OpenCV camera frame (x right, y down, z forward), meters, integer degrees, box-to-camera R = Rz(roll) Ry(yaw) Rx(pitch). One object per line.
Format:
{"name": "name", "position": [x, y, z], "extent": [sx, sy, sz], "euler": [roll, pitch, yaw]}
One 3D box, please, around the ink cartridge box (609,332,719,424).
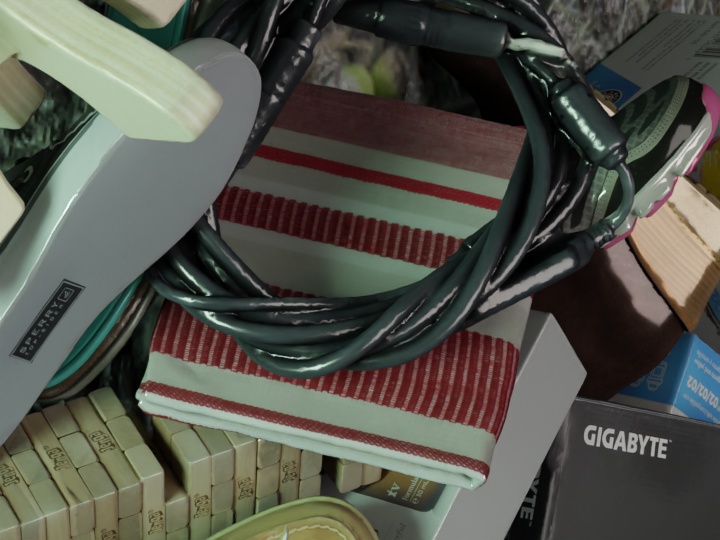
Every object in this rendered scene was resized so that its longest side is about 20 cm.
{"name": "ink cartridge box", "position": [0.107, 0.127, 1.173], "extent": [0.068, 0.115, 0.201], "euler": [35, 70, -48]}

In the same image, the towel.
{"name": "towel", "position": [0.000, 0.000, 0.946], "extent": [0.023, 0.143, 0.200], "euler": [98, 6, -45]}

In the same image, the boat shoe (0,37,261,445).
{"name": "boat shoe", "position": [-0.118, -0.013, 0.851], "extent": [0.200, 0.057, 0.069], "euler": [-50, 148, 1]}

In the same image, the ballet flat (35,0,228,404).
{"name": "ballet flat", "position": [-0.088, -0.038, 0.936], "extent": [0.064, 0.067, 0.201], "euler": [29, 76, -61]}

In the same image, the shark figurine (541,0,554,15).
{"name": "shark figurine", "position": [0.012, -0.179, 1.005], "extent": [0.090, 0.214, 0.128], "euler": [-46, 179, 15]}

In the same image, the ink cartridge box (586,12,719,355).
{"name": "ink cartridge box", "position": [0.218, -0.036, 1.211], "extent": [0.147, 0.199, 0.147], "euler": [-39, 126, -39]}

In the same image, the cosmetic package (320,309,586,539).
{"name": "cosmetic package", "position": [-0.014, 0.097, 0.987], "extent": [0.200, 0.150, 0.052], "euler": [-61, 139, -24]}

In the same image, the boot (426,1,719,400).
{"name": "boot", "position": [0.070, -0.015, 1.120], "extent": [0.200, 0.072, 0.166], "euler": [41, 94, -5]}

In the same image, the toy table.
{"name": "toy table", "position": [-0.131, -0.093, 0.793], "extent": [0.200, 0.184, 0.117], "euler": [-49, 119, -7]}

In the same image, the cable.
{"name": "cable", "position": [0.002, -0.048, 0.899], "extent": [0.199, 0.051, 0.164], "euler": [-25, 89, -15]}

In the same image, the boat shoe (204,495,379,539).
{"name": "boat shoe", "position": [-0.074, 0.155, 0.869], "extent": [0.200, 0.063, 0.073], "euler": [-36, 84, -11]}

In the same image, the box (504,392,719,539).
{"name": "box", "position": [0.124, 0.164, 1.079], "extent": [0.200, 0.050, 0.199], "euler": [15, 86, -47]}

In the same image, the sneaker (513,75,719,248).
{"name": "sneaker", "position": [0.068, -0.042, 1.053], "extent": [0.088, 0.200, 0.074], "euler": [54, 21, -12]}

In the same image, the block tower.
{"name": "block tower", "position": [-0.079, 0.077, 0.910], "extent": [0.199, 0.058, 0.054], "euler": [-18, 135, -23]}
